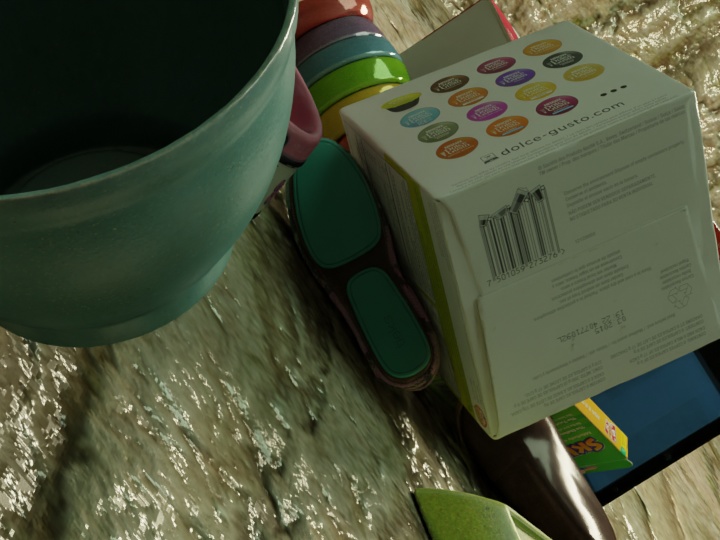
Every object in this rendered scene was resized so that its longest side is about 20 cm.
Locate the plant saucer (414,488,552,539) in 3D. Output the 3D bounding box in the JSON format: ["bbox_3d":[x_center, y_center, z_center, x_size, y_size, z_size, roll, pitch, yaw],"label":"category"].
[{"bbox_3d":[0.131,0.245,1.093,0.200,0.048,0.200,42,19,-49],"label":"plant saucer"}]

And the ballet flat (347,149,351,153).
[{"bbox_3d":[0.017,-0.024,1.326,0.200,0.068,0.075,55,-10,-33],"label":"ballet flat"}]

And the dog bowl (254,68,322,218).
[{"bbox_3d":[-0.102,-0.137,1.115,0.200,0.074,0.200,53,13,-18],"label":"dog bowl"}]

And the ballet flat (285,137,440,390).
[{"bbox_3d":[0.000,0.000,1.198,0.200,0.069,0.071,63,-4,12],"label":"ballet flat"}]

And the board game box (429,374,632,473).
[{"bbox_3d":[0.142,0.119,1.338,0.200,0.095,0.030,46,42,-43],"label":"board game box"}]

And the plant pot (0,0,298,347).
[{"bbox_3d":[-0.117,-0.054,0.656,0.134,0.200,0.201,83,-11,-48],"label":"plant pot"}]

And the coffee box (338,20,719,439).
[{"bbox_3d":[0.126,-0.038,1.203,0.198,0.199,0.200,-131,-158,-59],"label":"coffee box"}]

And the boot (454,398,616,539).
[{"bbox_3d":[0.155,0.179,1.238,0.200,0.072,0.166,57,-3,-38],"label":"boot"}]

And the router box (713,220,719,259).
[{"bbox_3d":[0.263,-0.082,1.481,0.180,0.049,0.200,47,13,-34],"label":"router box"}]

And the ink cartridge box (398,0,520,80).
[{"bbox_3d":[0.126,-0.117,1.525,0.200,0.145,0.145,47,16,-36],"label":"ink cartridge box"}]

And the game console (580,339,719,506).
[{"bbox_3d":[0.225,0.088,1.475,0.176,0.200,0.117,48,14,-33],"label":"game console"}]

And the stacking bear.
[{"bbox_3d":[-0.002,-0.127,1.396,0.200,0.114,0.121,65,15,18],"label":"stacking bear"}]
